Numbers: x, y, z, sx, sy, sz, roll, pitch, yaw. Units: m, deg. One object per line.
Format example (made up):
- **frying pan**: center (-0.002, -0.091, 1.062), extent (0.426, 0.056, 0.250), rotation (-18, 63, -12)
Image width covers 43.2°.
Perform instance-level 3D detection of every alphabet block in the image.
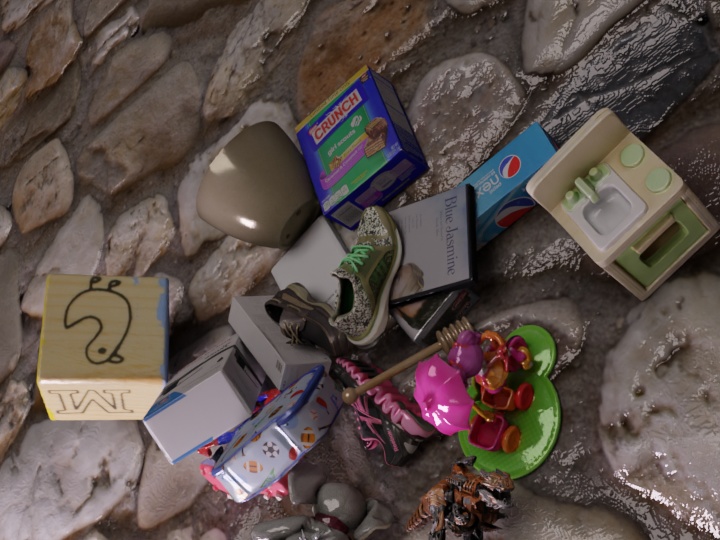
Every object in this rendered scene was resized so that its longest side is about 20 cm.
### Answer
- **alphabet block**: center (-0.423, 0.133, 1.526), extent (0.197, 0.196, 0.198), rotation (111, 157, -59)

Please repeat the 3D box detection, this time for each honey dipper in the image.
- **honey dipper**: center (0.062, 0.124, 1.220), extent (0.198, 0.038, 0.038), rotation (-28, 51, -4)

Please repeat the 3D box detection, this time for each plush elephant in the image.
- **plush elephant**: center (-0.050, 0.350, 1.207), extent (0.164, 0.155, 0.201), rotation (34, 135, 6)

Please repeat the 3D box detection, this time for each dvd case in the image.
- **dvd case**: center (0.075, -0.026, 1.261), extent (0.198, 0.017, 0.145), rotation (-18, 61, 36)

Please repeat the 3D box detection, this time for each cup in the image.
- **cup**: center (-0.149, -0.118, 1.482), extent (0.143, 0.200, 0.201), rotation (40, 99, 18)

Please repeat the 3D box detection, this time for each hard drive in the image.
- **hard drive**: center (-0.060, 0.025, 1.433), extent (0.132, 0.027, 0.201), rotation (-46, 49, 16)

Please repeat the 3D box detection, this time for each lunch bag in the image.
- **lunch bag**: center (-0.115, 0.222, 1.256), extent (0.199, 0.076, 0.161), rotation (-38, 10, 25)

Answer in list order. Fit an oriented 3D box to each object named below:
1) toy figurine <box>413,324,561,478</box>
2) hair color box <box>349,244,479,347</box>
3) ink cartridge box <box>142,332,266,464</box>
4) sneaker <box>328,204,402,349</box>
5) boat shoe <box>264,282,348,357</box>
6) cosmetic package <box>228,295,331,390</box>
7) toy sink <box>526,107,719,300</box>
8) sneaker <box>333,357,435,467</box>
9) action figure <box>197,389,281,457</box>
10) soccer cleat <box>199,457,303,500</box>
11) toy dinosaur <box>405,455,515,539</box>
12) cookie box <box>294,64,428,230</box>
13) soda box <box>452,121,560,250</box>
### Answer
- **toy figurine**: center (0.145, 0.136, 1.100), extent (0.149, 0.183, 0.203), rotation (14, 79, 43)
- **hair color box**: center (0.070, 0.012, 1.305), extent (0.099, 0.060, 0.200), rotation (-51, 48, 10)
- **ink cartridge box**: center (-0.229, 0.187, 1.376), extent (0.143, 0.085, 0.200), rotation (-32, 10, 7)
- **sneaker**: center (0.000, 0.000, 1.242), extent (0.076, 0.088, 0.203), rotation (-7, 69, 40)
- **boat shoe**: center (-0.082, 0.084, 1.334), extent (0.073, 0.075, 0.200), rotation (-25, 26, -19)
- **cosmetic package**: center (-0.128, 0.108, 1.398), extent (0.200, 0.081, 0.051), rotation (44, 128, 48)
- **toy sink**: center (0.306, -0.069, 1.044), extent (0.130, 0.199, 0.113), rotation (-45, 48, 13)
- **sneaker**: center (0.016, 0.197, 1.267), extent (0.200, 0.078, 0.096), rotation (40, 109, 45)
- **action figure**: center (-0.170, 0.232, 1.420), extent (0.198, 0.051, 0.066), rotation (-25, 61, 25)
- **soccer cleat**: center (-0.167, 0.303, 1.386), extent (0.198, 0.067, 0.077), rotation (-7, 36, 44)
- **toy dinosaur**: center (0.123, 0.300, 1.105), extent (0.200, 0.100, 0.138), rotation (118, 146, -67)
- **cookie box**: center (-0.003, -0.197, 1.452), extent (0.170, 0.075, 0.202), rotation (-38, 50, 22)
- **soda box**: center (0.192, -0.107, 1.252), extent (0.199, 0.064, 0.068), rotation (-40, 50, 21)
